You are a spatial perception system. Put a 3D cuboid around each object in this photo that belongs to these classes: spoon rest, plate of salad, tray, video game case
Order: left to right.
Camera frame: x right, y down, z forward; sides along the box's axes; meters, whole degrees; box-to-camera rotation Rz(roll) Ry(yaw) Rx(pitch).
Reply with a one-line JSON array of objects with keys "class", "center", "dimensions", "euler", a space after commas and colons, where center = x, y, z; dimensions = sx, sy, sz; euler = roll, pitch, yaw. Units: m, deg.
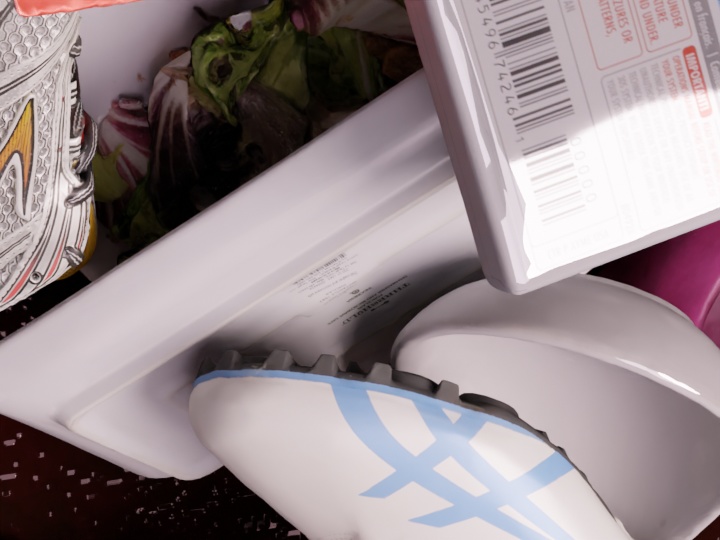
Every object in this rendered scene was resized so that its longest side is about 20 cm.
[{"class": "tray", "center": [0.000, 0.000, 0.695], "dimensions": [0.199, 0.022, 0.107], "euler": [-32, 151, 15]}, {"class": "plate of salad", "center": [0.003, -0.052, 0.712], "dimensions": [0.199, 0.048, 0.201], "euler": [-6, 124, -9]}, {"class": "spoon rest", "center": [0.066, 0.053, 0.738], "dimensions": [0.200, 0.099, 0.061], "euler": [57, 47, -67]}, {"class": "video game case", "center": [0.086, -0.118, 0.615], "dimensions": [0.181, 0.024, 0.201], "euler": [-20, 103, -14]}]

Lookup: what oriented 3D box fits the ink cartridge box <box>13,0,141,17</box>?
[{"class": "ink cartridge box", "center": [0.010, -0.147, 0.613], "dimensions": [0.199, 0.047, 0.161], "euler": [-11, 102, -30]}]

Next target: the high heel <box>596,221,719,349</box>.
[{"class": "high heel", "center": [0.141, -0.060, 0.777], "dimensions": [0.067, 0.096, 0.201], "euler": [37, 81, -48]}]

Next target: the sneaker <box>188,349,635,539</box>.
[{"class": "sneaker", "center": [0.036, 0.085, 0.694], "dimensions": [0.200, 0.072, 0.073], "euler": [35, 65, -21]}]

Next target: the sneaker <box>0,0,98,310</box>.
[{"class": "sneaker", "center": [-0.096, -0.044, 0.673], "dimensions": [0.082, 0.078, 0.200], "euler": [20, 122, -23]}]
